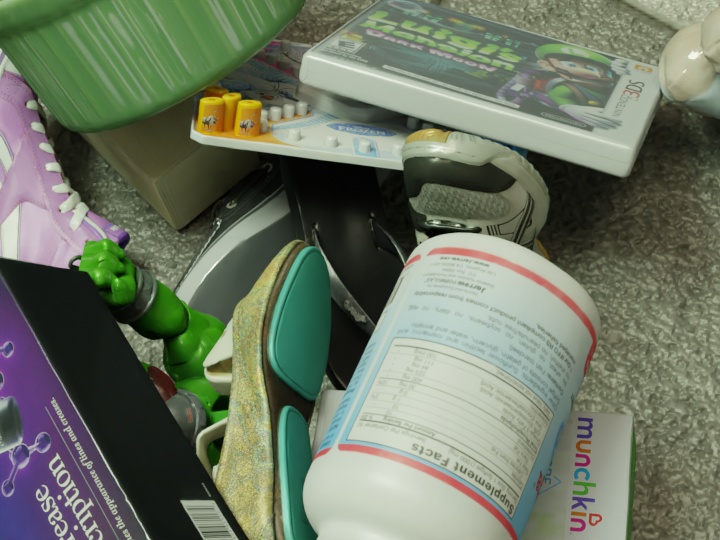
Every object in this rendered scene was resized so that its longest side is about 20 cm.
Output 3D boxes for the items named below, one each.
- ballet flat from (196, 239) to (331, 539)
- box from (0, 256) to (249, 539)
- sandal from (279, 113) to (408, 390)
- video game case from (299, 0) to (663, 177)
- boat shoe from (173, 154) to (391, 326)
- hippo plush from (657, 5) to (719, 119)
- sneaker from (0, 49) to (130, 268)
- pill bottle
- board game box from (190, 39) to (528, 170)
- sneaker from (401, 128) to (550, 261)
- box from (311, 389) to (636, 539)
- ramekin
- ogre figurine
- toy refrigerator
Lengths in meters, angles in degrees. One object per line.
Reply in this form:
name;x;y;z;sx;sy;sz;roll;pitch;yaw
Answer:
ballet flat;-0.055;0.073;0.798;0.070;0.071;0.200;-1;58;4
box;-0.162;0.114;0.757;0.141;0.079;0.200;-47;61;20
sandal;-0.001;0.000;0.904;0.076;0.043;0.201;-18;83;-23
video game case;0.084;-0.121;0.924;0.200;0.023;0.182;17;25;11
boat shoe;-0.060;-0.036;0.961;0.066;0.070;0.200;24;67;40
hippo plush;0.277;-0.076;0.926;0.159;0.200;0.161;-11;79;35
sneaker;-0.201;-0.054;0.966;0.114;0.073;0.201;5;84;3
pill bottle;0.038;0.089;0.741;0.109;0.109;0.200;19;63;15
board game box;-0.003;-0.115;0.935;0.199;0.026;0.200;6;26;-8
sneaker;0.065;-0.001;0.848;0.075;0.200;0.088;11;65;24
box;0.054;0.179;0.805;0.176;0.097;0.200;4;59;10
ramekin;-0.127;-0.169;0.896;0.200;0.098;0.200;-25;26;13
ogre figurine;-0.113;0.093;0.846;0.098;0.120;0.200;-34;64;26
toy refrigerator;-0.163;-0.123;1.017;0.076;0.070;0.200;-41;62;-13
